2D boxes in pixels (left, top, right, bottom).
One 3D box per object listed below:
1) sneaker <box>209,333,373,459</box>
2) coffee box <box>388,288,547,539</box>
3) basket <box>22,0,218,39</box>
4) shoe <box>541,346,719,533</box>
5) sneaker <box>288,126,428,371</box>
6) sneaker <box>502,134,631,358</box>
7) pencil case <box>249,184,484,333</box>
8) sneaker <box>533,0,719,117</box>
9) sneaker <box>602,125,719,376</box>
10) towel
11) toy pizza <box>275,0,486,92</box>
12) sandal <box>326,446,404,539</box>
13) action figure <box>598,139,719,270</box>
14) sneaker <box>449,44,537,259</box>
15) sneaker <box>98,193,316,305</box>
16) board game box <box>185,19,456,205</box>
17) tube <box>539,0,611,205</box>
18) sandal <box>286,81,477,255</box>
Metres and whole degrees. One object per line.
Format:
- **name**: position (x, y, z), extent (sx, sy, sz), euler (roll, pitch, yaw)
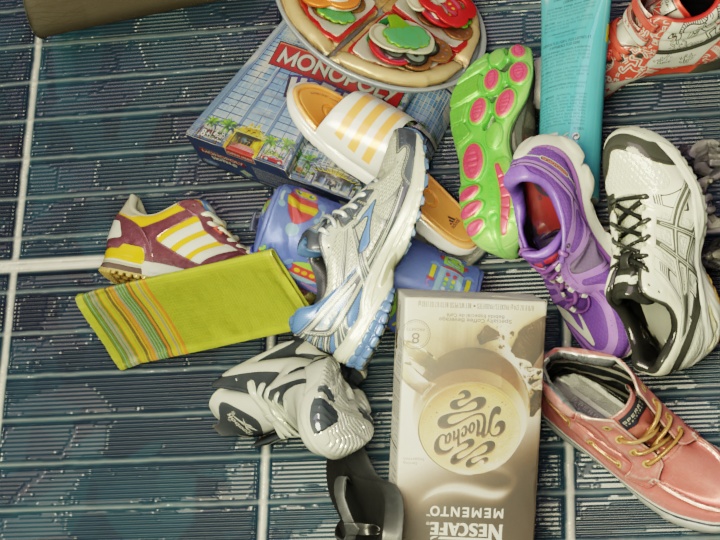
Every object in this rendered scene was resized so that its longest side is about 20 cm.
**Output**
- **sneaker**: position (-0.064, 0.115, 1.520), extent (0.129, 0.080, 0.199), euler (-30, 25, 12)
- **coffee box**: position (0.081, 0.118, 1.466), extent (0.113, 0.080, 0.201), euler (2, 94, -4)
- **basket**: position (-0.202, -0.304, 1.743), extent (0.199, 0.136, 0.181), euler (-3, 61, 7)
- **shoe**: position (0.223, 0.133, 1.479), extent (0.200, 0.091, 0.072), euler (33, 77, 23)
- **sneaker**: position (-0.002, -0.027, 1.483), extent (0.085, 0.077, 0.200), euler (18, 74, -3)
- **sneaker**: position (0.161, -0.008, 1.515), extent (0.080, 0.200, 0.083), euler (-14, 21, 38)
- **pencil case**: position (0.000, 0.000, 1.558), extent (0.200, 0.087, 0.078), euler (24, 28, -5)
- **sneaker**: position (0.223, -0.200, 1.616), extent (0.201, 0.108, 0.067), euler (-14, 64, 6)
- **sneaker**: position (0.228, -0.013, 1.477), extent (0.076, 0.088, 0.200), euler (-10, 102, 44)
- **towel**: position (-0.139, 0.035, 1.571), extent (0.200, 0.086, 0.018), euler (-13, 38, 28)
- **toy pizza**: position (0.021, -0.236, 1.661), extent (0.200, 0.032, 0.201), euler (13, 46, -14)
- **sandal**: position (-0.006, 0.187, 1.466), extent (0.043, 0.200, 0.076), euler (2, 104, -15)
- **action figure**: position (0.282, -0.051, 1.544), extent (0.200, 0.102, 0.119), euler (-15, 85, 44)
- **sneaker**: position (0.122, -0.100, 1.609), extent (0.077, 0.084, 0.201), euler (-5, 66, 24)
- **sneaker**: position (-0.128, -0.018, 1.629), extent (0.199, 0.075, 0.090), euler (10, 74, 15)
- **board game box**: position (-0.020, -0.161, 1.677), extent (0.200, 0.062, 0.200), euler (20, 73, 19)
- **tube**: position (0.178, -0.154, 1.581), extent (0.077, 0.050, 0.201), euler (-6, 74, 37)
- **sandal**: position (0.032, -0.100, 1.577), extent (0.207, 0.059, 0.079), euler (40, 34, -2)
